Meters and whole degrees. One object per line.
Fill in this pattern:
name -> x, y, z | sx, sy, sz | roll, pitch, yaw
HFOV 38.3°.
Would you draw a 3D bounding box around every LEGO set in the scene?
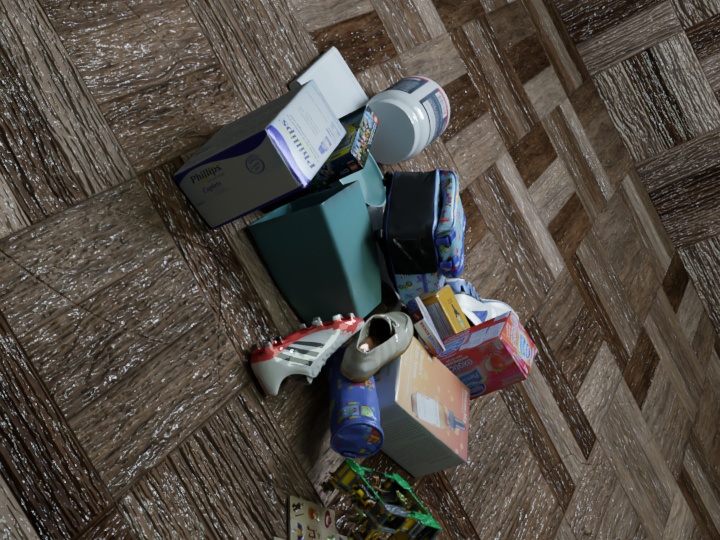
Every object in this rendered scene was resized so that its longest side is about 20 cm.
LEGO set -> 0.015, 0.373, 1.535 | 0.154, 0.116, 0.200 | 45, 9, 31

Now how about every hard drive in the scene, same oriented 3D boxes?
hard drive -> -0.056, -0.333, 1.961 | 0.132, 0.027, 0.200 | 56, 33, -16

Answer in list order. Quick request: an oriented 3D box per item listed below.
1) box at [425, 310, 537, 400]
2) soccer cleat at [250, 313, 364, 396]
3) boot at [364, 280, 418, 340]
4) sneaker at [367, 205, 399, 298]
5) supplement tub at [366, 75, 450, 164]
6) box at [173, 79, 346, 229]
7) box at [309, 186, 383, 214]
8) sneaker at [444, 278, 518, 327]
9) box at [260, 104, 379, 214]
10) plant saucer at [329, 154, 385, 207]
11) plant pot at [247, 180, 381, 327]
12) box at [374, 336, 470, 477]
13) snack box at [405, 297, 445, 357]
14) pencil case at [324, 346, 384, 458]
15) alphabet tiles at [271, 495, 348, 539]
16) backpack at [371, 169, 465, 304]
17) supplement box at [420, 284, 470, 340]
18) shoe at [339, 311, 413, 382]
box -> 0.201, 0.164, 1.848 | 0.096, 0.200, 0.100 | 56, 32, -13
soccer cleat -> -0.074, 0.123, 1.545 | 0.200, 0.069, 0.085 | -21, 97, -36
boot -> 0.043, 0.083, 1.761 | 0.200, 0.075, 0.097 | 38, 19, -40
sneaker -> 0.000, 0.000, 1.791 | 0.116, 0.074, 0.200 | -33, 122, -28
supplement tub -> 0.084, -0.296, 2.039 | 0.140, 0.140, 0.200 | 61, 31, -9
box -> -0.147, -0.175, 1.560 | 0.105, 0.184, 0.200 | 57, 32, -18
box -> -0.026, -0.108, 1.845 | 0.200, 0.036, 0.143 | 26, 49, -49
sneaker -> 0.228, 0.107, 2.061 | 0.199, 0.081, 0.115 | 29, 50, -36
box -> -0.071, -0.178, 1.660 | 0.038, 0.200, 0.137 | 51, 34, -27
plant saucer -> -0.030, -0.187, 1.823 | 0.200, 0.036, 0.200 | 42, 27, -27
plant pot -> -0.053, -0.016, 1.645 | 0.141, 0.141, 0.200 | -40, 111, -58
box -> 0.082, 0.221, 1.718 | 0.200, 0.106, 0.152 | 43, 38, -33
snack box -> 0.104, 0.080, 1.803 | 0.072, 0.024, 0.200 | 57, 5, -18
pencil case -> -0.013, 0.200, 1.569 | 0.078, 0.087, 0.200 | 16, 28, -14
alphabet tiles -> -0.067, 0.422, 1.449 | 0.167, 0.008, 0.200 | 32, 44, -43
backpack -> 0.106, -0.047, 1.720 | 0.183, 0.134, 0.200 | -81, 163, -44
supplement box -> 0.174, 0.133, 1.962 | 0.067, 0.069, 0.200 | -32, 99, -60
shoe -> 0.033, 0.106, 1.609 | 0.200, 0.070, 0.053 | -42, 149, -56
